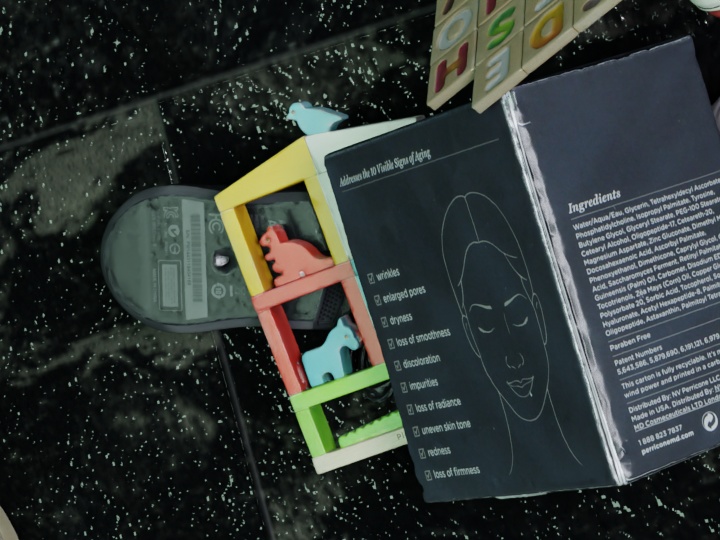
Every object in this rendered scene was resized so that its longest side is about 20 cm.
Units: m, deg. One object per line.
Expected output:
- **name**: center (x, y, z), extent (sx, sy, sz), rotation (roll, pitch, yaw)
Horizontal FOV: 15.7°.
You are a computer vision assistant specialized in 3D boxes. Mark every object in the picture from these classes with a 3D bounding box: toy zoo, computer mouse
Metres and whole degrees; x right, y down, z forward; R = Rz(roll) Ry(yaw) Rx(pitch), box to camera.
- **toy zoo**: center (0.000, 0.000, 1.465), extent (0.131, 0.020, 0.201), rotation (-21, 90, 20)
- **computer mouse**: center (-0.053, -0.002, 1.522), extent (0.199, 0.053, 0.139), rotation (6, 100, 18)

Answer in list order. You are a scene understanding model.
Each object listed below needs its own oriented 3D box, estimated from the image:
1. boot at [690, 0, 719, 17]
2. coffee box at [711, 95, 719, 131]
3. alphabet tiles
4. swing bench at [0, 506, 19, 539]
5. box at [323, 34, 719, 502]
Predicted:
- **boot**: center (0.218, -0.137, 1.226), extent (0.072, 0.200, 0.144), rotation (-25, 109, 31)
- **coffee box**: center (0.230, 0.000, 1.321), extent (0.123, 0.044, 0.200), rotation (-47, 60, 29)
- **alphabet tiles**: center (0.105, -0.163, 1.254), extent (0.008, 0.167, 0.200), rotation (37, 124, -24)
- **swing bench**: center (-0.331, 0.252, 1.648), extent (0.200, 0.199, 0.130), rotation (-24, 86, 33)
- **box**: center (0.098, 0.004, 1.336), extent (0.200, 0.124, 0.197), rotation (-14, 94, 62)
